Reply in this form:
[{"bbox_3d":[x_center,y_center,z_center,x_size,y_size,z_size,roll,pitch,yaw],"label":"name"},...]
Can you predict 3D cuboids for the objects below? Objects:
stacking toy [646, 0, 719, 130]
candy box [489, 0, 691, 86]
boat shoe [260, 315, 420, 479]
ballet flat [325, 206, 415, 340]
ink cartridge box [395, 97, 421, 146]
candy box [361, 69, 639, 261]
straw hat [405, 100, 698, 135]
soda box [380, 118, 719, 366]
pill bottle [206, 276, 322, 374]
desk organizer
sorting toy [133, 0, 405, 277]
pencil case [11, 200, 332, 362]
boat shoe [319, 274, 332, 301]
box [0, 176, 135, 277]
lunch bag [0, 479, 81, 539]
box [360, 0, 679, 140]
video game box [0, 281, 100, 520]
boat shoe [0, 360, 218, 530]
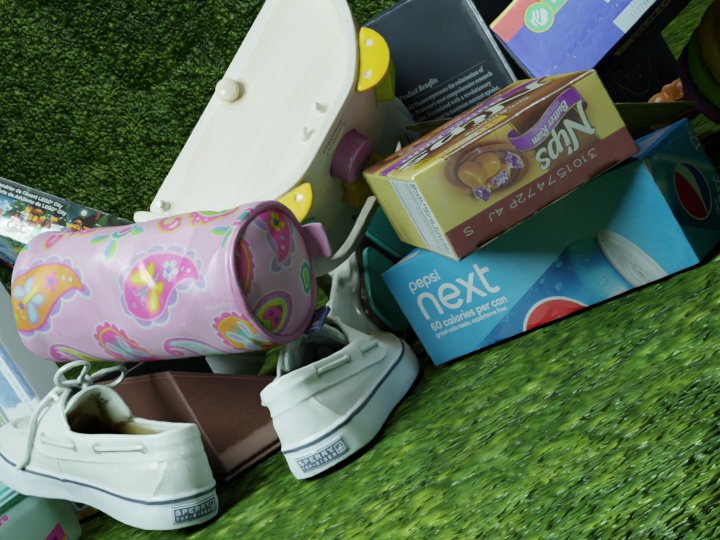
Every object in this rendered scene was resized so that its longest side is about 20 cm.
[{"bbox_3d":[0.265,-0.147,1.450,0.116,0.110,0.200,-17,-14,-37],"label":"stacking toy"},{"bbox_3d":[0.173,-0.191,1.382,0.169,0.077,0.200,-46,-4,6],"label":"candy box"},{"bbox_3d":[-0.014,0.058,1.194,0.073,0.065,0.200,-29,7,10],"label":"boat shoe"},{"bbox_3d":[0.000,0.000,1.430,0.069,0.069,0.200,-27,27,20],"label":"ballet flat"},{"bbox_3d":[0.037,-0.087,1.477,0.050,0.200,0.161,-58,3,9],"label":"ink cartridge box"},{"bbox_3d":[0.074,-0.062,1.164,0.117,0.057,0.200,-31,8,-5],"label":"candy box"},{"bbox_3d":[0.133,-0.063,1.378,0.201,0.085,0.201,-5,2,0],"label":"straw hat"},{"bbox_3d":[0.112,-0.013,1.172,0.200,0.068,0.064,-24,9,41],"label":"soda box"},{"bbox_3d":[-0.081,-0.017,1.523,0.200,0.114,0.114,-64,-1,12],"label":"pill bottle"},{"bbox_3d":[-0.109,0.087,1.335,0.072,0.077,0.200,-33,7,-22],"label":"desk organizer"},{"bbox_3d":[-0.025,-0.073,1.308,0.200,0.107,0.180,-61,-25,-7],"label":"sorting toy"},{"bbox_3d":[-0.114,0.008,1.201,0.200,0.088,0.087,-8,19,38],"label":"pencil case"},{"bbox_3d":[0.020,0.000,1.569,0.073,0.063,0.201,-28,13,-27],"label":"boat shoe"},{"bbox_3d":[-0.184,-0.002,1.396,0.200,0.136,0.038,60,-129,-70],"label":"box"},{"bbox_3d":[-0.288,0.177,1.323,0.200,0.077,0.160,-8,22,40],"label":"lunch bag"},{"bbox_3d":[0.134,-0.158,1.606,0.124,0.197,0.200,-23,9,44],"label":"box"},{"bbox_3d":[-0.285,0.106,1.419,0.182,0.200,0.047,-26,12,29],"label":"video game box"},{"bbox_3d":[-0.160,0.092,1.217,0.075,0.086,0.202,-14,15,-35],"label":"boat shoe"}]
